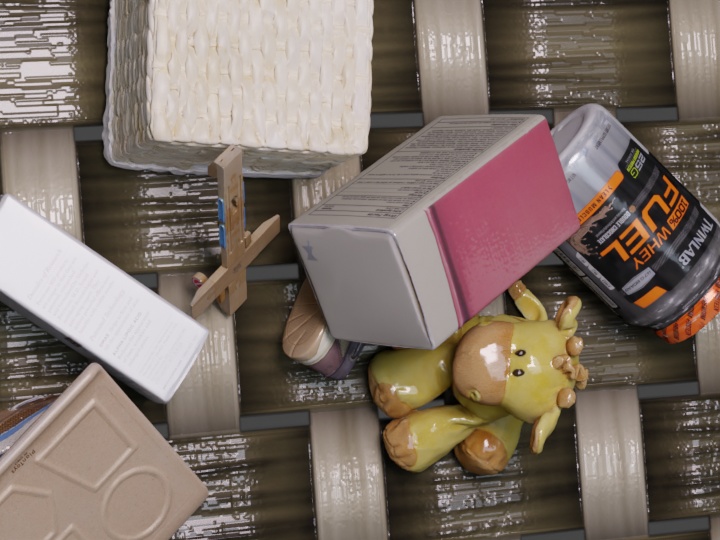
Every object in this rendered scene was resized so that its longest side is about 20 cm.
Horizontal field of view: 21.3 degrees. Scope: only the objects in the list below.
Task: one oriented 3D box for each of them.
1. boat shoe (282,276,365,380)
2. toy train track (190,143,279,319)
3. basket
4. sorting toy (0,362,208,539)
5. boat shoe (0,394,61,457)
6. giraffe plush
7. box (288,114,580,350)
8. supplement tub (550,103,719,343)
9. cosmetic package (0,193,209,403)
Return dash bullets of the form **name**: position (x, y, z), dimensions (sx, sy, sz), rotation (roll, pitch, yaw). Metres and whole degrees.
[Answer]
- **boat shoe**: position (0.000, 0.000, 1.633), dimensions (0.065, 0.072, 0.201), rotation (41, 63, -36)
- **toy train track**: position (-0.112, -0.035, 1.547), dimensions (0.032, 0.201, 0.115), rotation (32, 59, 19)
- **basket**: position (-0.099, -0.181, 1.561), dimensions (0.196, 0.161, 0.202), rotation (3, 89, -17)
- **sorting toy**: position (-0.231, 0.191, 1.527), dimensions (0.185, 0.036, 0.201), rotation (-46, 134, -13)
- **boat shoe**: position (-0.304, 0.161, 1.527), dimensions (0.199, 0.072, 0.073), rotation (-25, 115, -26)
- **giraffe plush**: position (0.119, 0.089, 1.611), dimensions (0.198, 0.162, 0.174), rotation (-13, 91, -16)
- **box**: position (0.063, -0.035, 1.555), dimensions (0.200, 0.127, 0.110), rotation (-37, 117, -34)
- **supplement tub**: position (0.232, -0.038, 1.672), dimensions (0.200, 0.122, 0.123), rotation (42, 77, -11)
- **cosmetic package**: position (-0.227, 0.024, 1.544), dimensions (0.199, 0.102, 0.074), rotation (33, 80, -12)
